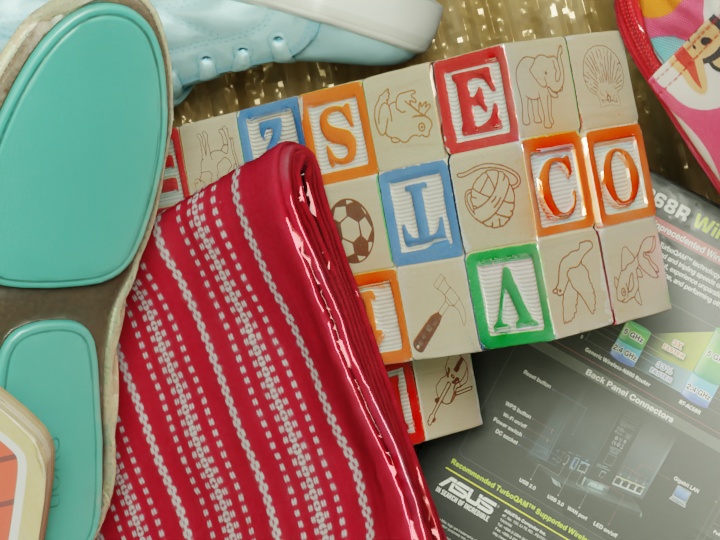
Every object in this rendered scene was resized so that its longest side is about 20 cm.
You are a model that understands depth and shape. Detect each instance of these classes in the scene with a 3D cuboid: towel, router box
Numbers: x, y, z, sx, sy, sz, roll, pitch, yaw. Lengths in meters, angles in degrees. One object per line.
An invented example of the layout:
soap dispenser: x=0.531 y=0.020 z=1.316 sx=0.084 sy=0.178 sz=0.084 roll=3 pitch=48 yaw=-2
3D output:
towel: x=-0.059 y=0.057 z=0.754 sx=0.200 sy=0.022 sz=0.145 roll=-27 pitch=79 yaw=44
router box: x=0.127 y=0.067 z=0.771 sx=0.199 sy=0.062 sz=0.151 roll=30 pitch=94 yaw=17

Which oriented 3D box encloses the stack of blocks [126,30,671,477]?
stack of blocks: x=0.000 y=0.000 z=0.742 sx=0.199 sy=0.058 sz=0.116 roll=-11 pitch=91 yaw=44

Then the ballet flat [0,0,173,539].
ballet flat: x=-0.105 y=0.000 z=0.733 sx=0.067 sy=0.062 sz=0.201 roll=2 pitch=111 yaw=-26

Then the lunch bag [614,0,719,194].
lunch bag: x=0.190 y=-0.053 z=0.700 sx=0.176 sy=0.082 sz=0.201 roll=-28 pitch=81 yaw=-34

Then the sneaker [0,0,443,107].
sneaker: x=-0.072 y=-0.079 z=0.799 sx=0.199 sy=0.074 sz=0.083 roll=10 pitch=100 yaw=11

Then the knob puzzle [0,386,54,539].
knob puzzle: x=-0.188 y=0.080 z=0.725 sx=0.218 sy=0.030 sz=0.221 roll=5 pitch=118 yaw=10
